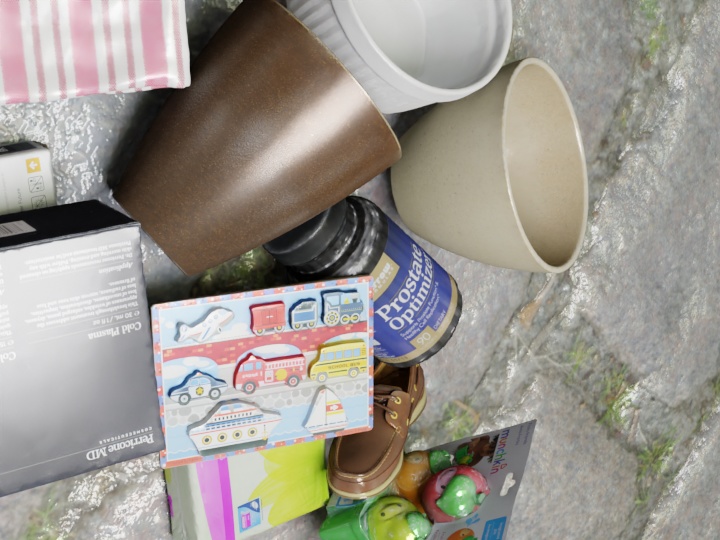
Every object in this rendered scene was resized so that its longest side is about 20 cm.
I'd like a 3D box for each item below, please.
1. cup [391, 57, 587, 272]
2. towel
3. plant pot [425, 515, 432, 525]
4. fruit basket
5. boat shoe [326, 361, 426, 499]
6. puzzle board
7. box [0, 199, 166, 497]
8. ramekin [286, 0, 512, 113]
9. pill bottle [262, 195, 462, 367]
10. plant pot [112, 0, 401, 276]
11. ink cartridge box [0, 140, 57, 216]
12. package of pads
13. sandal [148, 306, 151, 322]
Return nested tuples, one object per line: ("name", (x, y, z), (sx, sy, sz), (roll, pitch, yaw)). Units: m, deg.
("cup", (0.116, -0.091, 1.151), (0.200, 0.143, 0.200), (17, 70, -56))
("towel", (-0.230, -0.199, 0.901), (0.200, 0.030, 0.146), (-8, 109, -13))
("plant pot", (0.057, 0.362, 1.244), (0.200, 0.200, 0.193), (-34, 109, -27))
("fruit basket", (0.063, 0.216, 1.150), (0.094, 0.200, 0.185), (55, 32, -17))
("boat shoe", (0.015, 0.142, 1.165), (0.200, 0.072, 0.068), (-57, 150, -55))
("puzzle board", (-0.080, 0.088, 1.046), (0.200, 0.017, 0.151), (-7, 108, -21))
("box", (-0.261, 0.059, 0.877), (0.200, 0.104, 0.182), (-12, 109, -28))
("ramekin", (0.028, -0.234, 1.060), (0.200, 0.105, 0.200), (12, 70, -36))
("pill bottle", (0.000, 0.000, 1.133), (0.200, 0.112, 0.112), (41, 76, -39))
("plant pot", (-0.101, -0.095, 0.998), (0.200, 0.187, 0.187), (-44, 126, -6))
("ink cartridge box", (-0.324, 0.014, 0.920), (0.200, 0.043, 0.198), (-16, 112, -36))
("package of pads", (-0.106, 0.148, 1.116), (0.154, 0.068, 0.200), (-17, 113, -34))
("sandal", (-0.203, 0.052, 1.009), (0.055, 0.082, 0.200), (-23, 115, -51))
